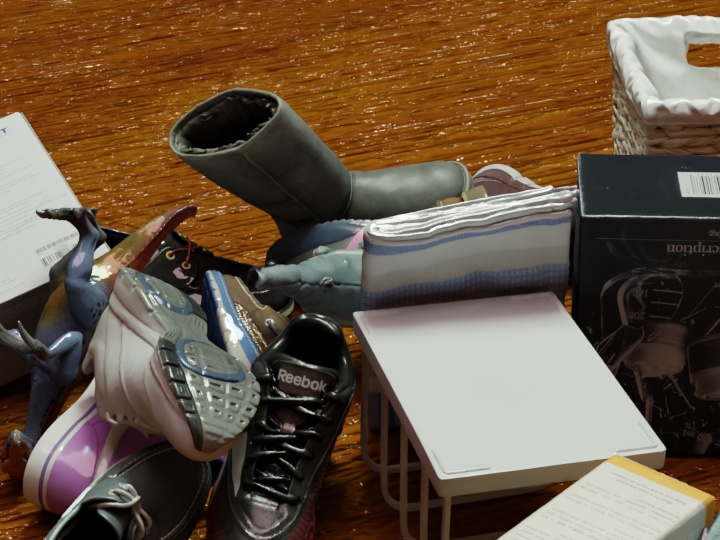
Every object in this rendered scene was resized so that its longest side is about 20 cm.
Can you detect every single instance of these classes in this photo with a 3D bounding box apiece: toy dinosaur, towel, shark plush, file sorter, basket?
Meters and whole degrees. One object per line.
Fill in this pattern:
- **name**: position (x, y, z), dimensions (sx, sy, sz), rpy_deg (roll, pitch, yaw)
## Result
- **toy dinosaur**: position (-0.195, 0.048, 1.354), dimensions (0.199, 0.183, 0.105), rpy_deg (-3, 2, -17)
- **towel**: position (0.072, 0.030, 1.341), dimensions (0.146, 0.201, 0.024), rpy_deg (-10, 46, -9)
- **shark plush**: position (0.000, 0.000, 1.422), dimensions (0.083, 0.091, 0.199), rpy_deg (-6, -20, 45)
- **file sorter**: position (0.086, 0.119, 1.251), dimensions (0.138, 0.125, 0.200), rpy_deg (-6, 28, -13)
- **basket**: position (0.309, -0.107, 1.647), dimensions (0.197, 0.162, 0.200), rpy_deg (-1, 28, -2)

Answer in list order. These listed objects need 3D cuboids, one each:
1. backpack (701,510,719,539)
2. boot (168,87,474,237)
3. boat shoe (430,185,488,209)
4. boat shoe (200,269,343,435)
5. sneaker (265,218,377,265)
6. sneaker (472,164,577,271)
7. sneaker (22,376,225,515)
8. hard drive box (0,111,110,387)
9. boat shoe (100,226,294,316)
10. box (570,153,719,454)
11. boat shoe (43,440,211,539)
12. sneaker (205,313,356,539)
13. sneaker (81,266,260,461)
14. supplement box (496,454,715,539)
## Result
- **backpack**: position (0.254, 0.189, 1.054), dimensions (0.177, 0.151, 0.200), rpy_deg (34, 75, 16)
- **boot**: position (-0.026, -0.082, 1.539), dimensions (0.181, 0.200, 0.073), rpy_deg (-21, 51, 13)
- **boat shoe**: position (0.077, 0.015, 1.402), dimensions (0.068, 0.200, 0.072), rpy_deg (-21, 49, 2)
- **boat shoe**: position (-0.066, 0.068, 1.425), dimensions (0.072, 0.073, 0.200), rpy_deg (-4, 37, -18)
- **sneaker**: position (0.017, 0.010, 1.534), dimensions (0.199, 0.070, 0.082), rpy_deg (-3, 48, 16)
- **sneaker**: position (0.122, -0.023, 1.599), dimensions (0.115, 0.076, 0.200), rpy_deg (-24, 24, -29)
- **sneaker**: position (-0.131, 0.106, 1.351), dimensions (0.114, 0.073, 0.201), rpy_deg (13, 40, 17)
- **hard drive box**: position (-0.281, -0.012, 1.488), dimensions (0.155, 0.077, 0.200), rpy_deg (-25, 45, -13)
- **boat shoe**: position (-0.150, 0.004, 1.550), dimensions (0.200, 0.063, 0.074), rpy_deg (7, 26, 12)
- **box**: position (0.244, 0.024, 1.370), dimensions (0.199, 0.183, 0.104), rpy_deg (1, 27, 4)
- **boat shoe**: position (-0.148, 0.164, 1.202), dimensions (0.073, 0.062, 0.200), rpy_deg (49, 48, -1)
- **sneaker**: position (-0.049, 0.109, 1.259), dimensions (0.070, 0.098, 0.201), rpy_deg (16, 51, 3)
- **sneaker**: position (-0.123, 0.074, 1.258), dimensions (0.074, 0.087, 0.200), rpy_deg (26, 12, -27)
- **supplement box**: position (0.107, 0.203, 1.087), dimensions (0.073, 0.127, 0.200), rpy_deg (22, 34, 35)
